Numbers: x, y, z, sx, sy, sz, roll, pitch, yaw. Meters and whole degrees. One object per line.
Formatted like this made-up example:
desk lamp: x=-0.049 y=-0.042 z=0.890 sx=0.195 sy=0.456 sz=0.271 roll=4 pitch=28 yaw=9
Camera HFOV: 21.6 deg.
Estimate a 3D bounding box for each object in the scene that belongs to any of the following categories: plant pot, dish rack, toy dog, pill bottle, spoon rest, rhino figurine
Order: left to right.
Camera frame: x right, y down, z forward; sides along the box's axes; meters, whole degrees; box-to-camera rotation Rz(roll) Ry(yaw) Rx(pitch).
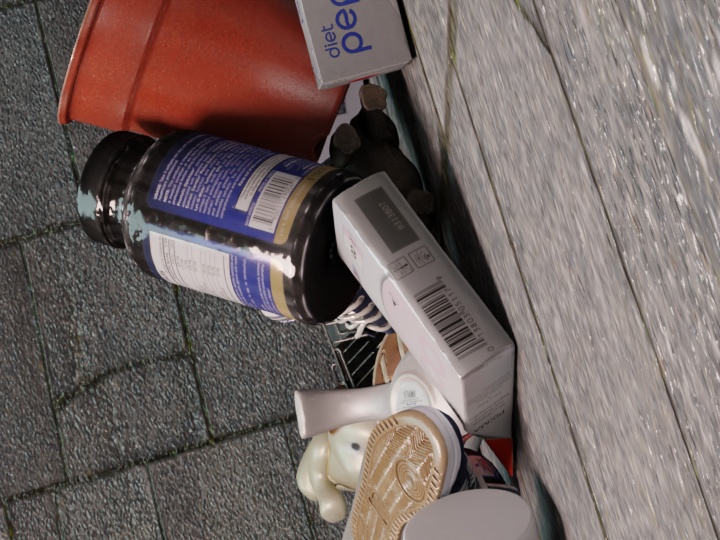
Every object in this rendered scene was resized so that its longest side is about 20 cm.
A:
pill bottle: x=-0.098 y=-0.038 z=1.352 sx=0.112 sy=0.199 sz=0.112 roll=-42 pitch=-39 yaw=-48
plant pot: x=-0.103 y=-0.170 z=1.433 sx=0.201 sy=0.195 sz=0.201 roll=-159 pitch=90 yaw=-86
dish rack: x=0.000 y=0.000 z=1.597 sx=0.153 sy=0.054 sz=0.201 roll=-43 pitch=-64 yaw=-60
toy dog: x=0.023 y=0.163 z=1.856 sx=0.200 sy=0.139 sz=0.195 roll=96 pitch=-165 yaw=-83
rhino figurine: x=0.028 y=-0.033 z=1.405 sx=0.087 sy=0.060 sz=0.201 roll=104 pitch=146 yaw=-79
spoon rest: x=0.031 y=0.103 z=1.472 sx=0.200 sy=0.060 sz=0.100 roll=-8 pitch=90 yaw=50
pill bottle: x=0.087 y=0.249 z=1.231 sx=0.113 sy=0.113 sz=0.201 roll=-114 pitch=10 yaw=-66

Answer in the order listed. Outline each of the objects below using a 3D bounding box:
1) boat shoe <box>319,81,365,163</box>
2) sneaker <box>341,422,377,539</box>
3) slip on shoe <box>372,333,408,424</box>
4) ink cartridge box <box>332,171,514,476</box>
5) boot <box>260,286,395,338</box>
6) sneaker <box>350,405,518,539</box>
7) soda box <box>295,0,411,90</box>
boat shoe: x=-0.024 y=-0.157 z=1.686 sx=0.200 sy=0.073 sz=0.066 roll=94 pitch=168 yaw=-46
sneaker: x=0.060 y=0.202 z=1.697 sx=0.074 sy=0.115 sz=0.201 roll=4 pitch=73 yaw=62
slip on shoe: x=0.063 y=0.137 z=1.547 sx=0.061 sy=0.076 sz=0.201 roll=-5 pitch=-99 yaw=-61
ink cartridge box: x=0.044 y=0.050 z=1.290 sx=0.163 sy=0.057 sz=0.200 roll=54 pitch=161 yaw=28
boot: x=-0.002 y=0.019 z=1.470 sx=0.200 sy=0.073 sz=0.091 roll=-36 pitch=-69 yaw=-49
sneaker: x=0.062 y=0.137 z=1.309 sx=0.070 sy=0.108 sz=0.200 roll=55 pitch=153 yaw=23
soda box: x=-0.022 y=-0.231 z=1.315 sx=0.063 sy=0.068 sz=0.201 roll=-162 pitch=57 yaw=-86
